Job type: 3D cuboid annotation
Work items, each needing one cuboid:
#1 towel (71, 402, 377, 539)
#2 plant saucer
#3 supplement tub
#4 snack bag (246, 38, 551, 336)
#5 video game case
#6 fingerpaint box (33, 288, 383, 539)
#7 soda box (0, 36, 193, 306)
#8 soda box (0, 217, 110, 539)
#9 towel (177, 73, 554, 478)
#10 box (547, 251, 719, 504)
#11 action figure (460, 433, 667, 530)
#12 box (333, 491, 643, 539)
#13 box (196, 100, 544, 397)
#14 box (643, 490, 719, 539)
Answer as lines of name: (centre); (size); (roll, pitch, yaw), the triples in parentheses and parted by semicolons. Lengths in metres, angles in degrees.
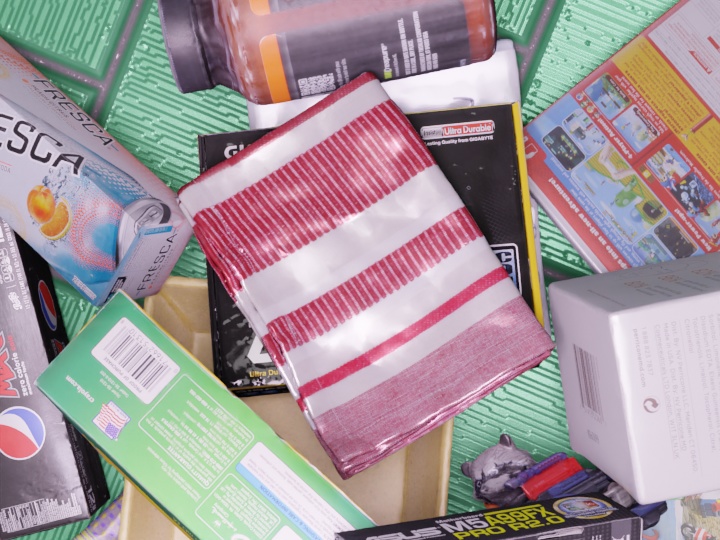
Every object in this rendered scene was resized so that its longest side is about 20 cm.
towel: (-0.094, 0.178, 1.085); (0.200, 0.023, 0.144); (-43, 79, -5)
plant saucer: (-0.042, 0.112, 1.058); (0.199, 0.048, 0.201); (4, 80, 5)
supplement tub: (-0.021, -0.162, 1.043); (0.199, 0.107, 0.108); (-11, 92, 0)
snack bag: (0.023, -0.046, 1.094); (0.187, 0.021, 0.201); (-4, 92, 4)
video game case: (0.206, -0.083, 1.061); (0.200, 0.017, 0.143); (-39, 80, -2)
fingerpaint box: (-0.076, 0.118, 0.950); (0.200, 0.167, 0.073); (42, 81, 9)
soda box: (-0.196, -0.066, 1.048); (0.200, 0.068, 0.064); (40, 113, 19)
soda box: (-0.220, 0.065, 1.088); (0.063, 0.071, 0.201); (-14, 92, 3)
towel: (0.000, 0.000, 0.986); (0.144, 0.023, 0.201); (-31, 78, -4)
box: (0.225, 0.049, 0.969); (0.199, 0.152, 0.107); (-10, 96, -5)
action figure: (0.107, 0.195, 1.017); (0.199, 0.105, 0.194); (-12, 72, -35)
box: (0.065, 0.224, 0.875); (0.159, 0.044, 0.201); (-6, 103, -23)
box: (0.006, -0.012, 1.031); (0.199, 0.049, 0.161); (-5, 81, 2)
box: (0.233, 0.099, 1.079); (0.136, 0.038, 0.201); (-2, 93, 4)
